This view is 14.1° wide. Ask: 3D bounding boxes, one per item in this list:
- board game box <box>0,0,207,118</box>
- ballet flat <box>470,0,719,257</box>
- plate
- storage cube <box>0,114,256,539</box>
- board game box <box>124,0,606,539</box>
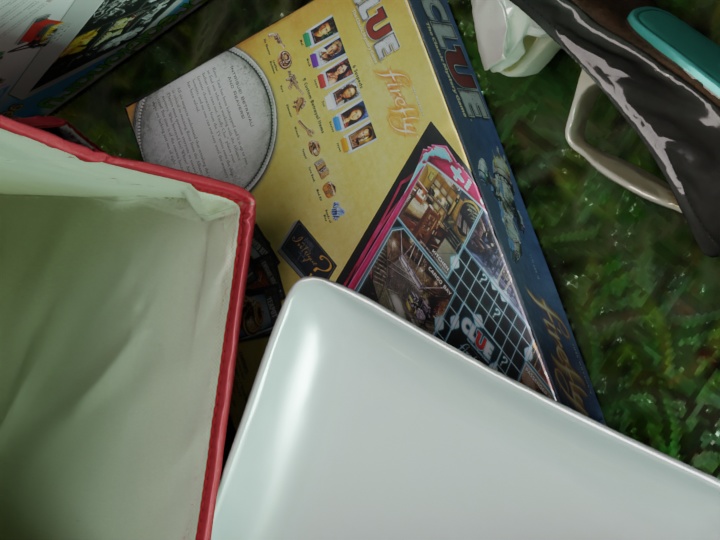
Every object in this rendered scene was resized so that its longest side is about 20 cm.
[{"bbox_3d":[-0.128,-0.106,1.133,0.200,0.126,0.035,-33,72,24],"label":"board game box"},{"bbox_3d":[0.083,-0.083,1.046,0.200,0.068,0.068,50,119,23],"label":"ballet flat"},{"bbox_3d":[0.034,0.126,1.052,0.199,0.032,0.200,27,111,17],"label":"plate"},{"bbox_3d":[-0.169,0.040,1.051,0.179,0.171,0.201,4,83,39],"label":"storage cube"},{"bbox_3d":[0.000,0.000,1.105,0.135,0.035,0.200,-26,74,26],"label":"board game box"}]
